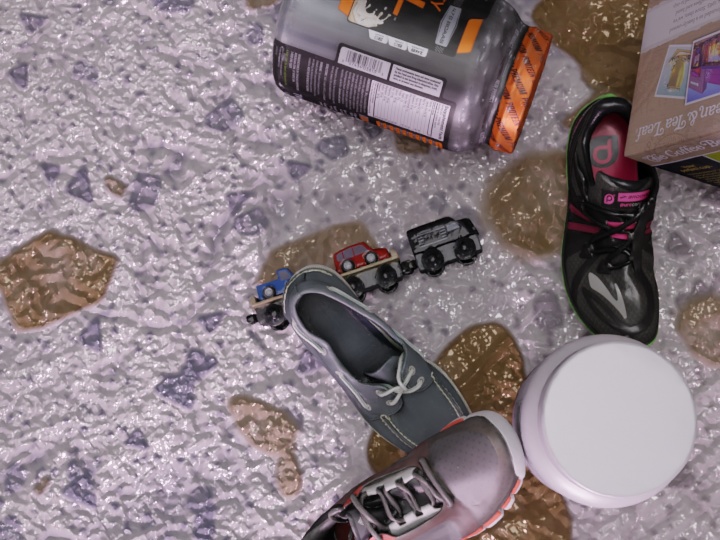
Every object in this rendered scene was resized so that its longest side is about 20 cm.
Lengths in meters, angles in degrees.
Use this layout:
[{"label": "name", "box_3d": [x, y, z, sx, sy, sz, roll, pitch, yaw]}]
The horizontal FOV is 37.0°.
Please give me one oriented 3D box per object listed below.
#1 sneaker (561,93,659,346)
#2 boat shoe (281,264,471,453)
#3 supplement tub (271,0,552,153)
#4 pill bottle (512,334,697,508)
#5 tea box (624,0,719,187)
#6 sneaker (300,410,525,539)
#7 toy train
[{"label": "sneaker", "box_3d": [0.191, -0.039, 0.824, 0.076, 0.084, 0.202, -7, 81, 5]}, {"label": "boat shoe", "box_3d": [0.015, 0.080, 0.818, 0.073, 0.062, 0.200, -42, 94, 5]}, {"label": "supplement tub", "box_3d": [0.041, -0.168, 0.838, 0.198, 0.123, 0.124, 20, 84, 7]}, {"label": "pill bottle", "box_3d": [0.165, 0.104, 0.746, 0.112, 0.200, 0.115, -1, 81, 5]}, {"label": "tea box", "box_3d": [0.324, -0.129, 0.737, 0.195, 0.200, 0.135, 13, 82, -21]}, {"label": "sneaker", "box_3d": [0.032, 0.171, 0.767, 0.200, 0.082, 0.077, -42, 68, 31]}, {"label": "toy train", "box_3d": [0.000, 0.000, 0.862, 0.198, 0.034, 0.046, -19, 77, 2]}]
